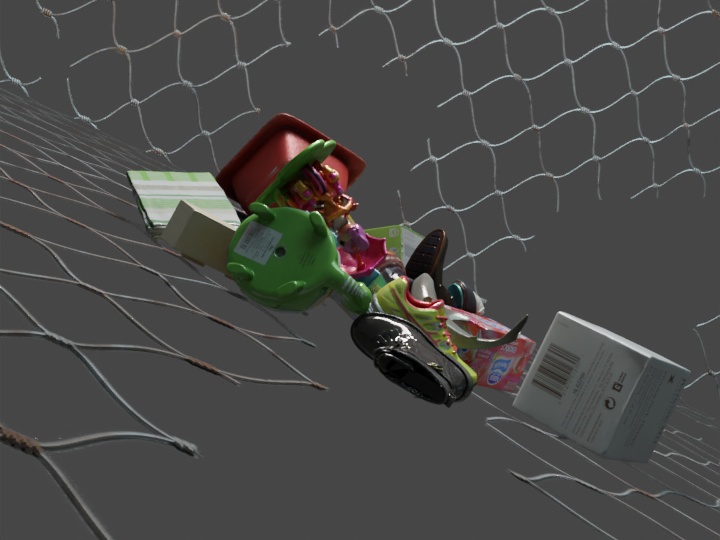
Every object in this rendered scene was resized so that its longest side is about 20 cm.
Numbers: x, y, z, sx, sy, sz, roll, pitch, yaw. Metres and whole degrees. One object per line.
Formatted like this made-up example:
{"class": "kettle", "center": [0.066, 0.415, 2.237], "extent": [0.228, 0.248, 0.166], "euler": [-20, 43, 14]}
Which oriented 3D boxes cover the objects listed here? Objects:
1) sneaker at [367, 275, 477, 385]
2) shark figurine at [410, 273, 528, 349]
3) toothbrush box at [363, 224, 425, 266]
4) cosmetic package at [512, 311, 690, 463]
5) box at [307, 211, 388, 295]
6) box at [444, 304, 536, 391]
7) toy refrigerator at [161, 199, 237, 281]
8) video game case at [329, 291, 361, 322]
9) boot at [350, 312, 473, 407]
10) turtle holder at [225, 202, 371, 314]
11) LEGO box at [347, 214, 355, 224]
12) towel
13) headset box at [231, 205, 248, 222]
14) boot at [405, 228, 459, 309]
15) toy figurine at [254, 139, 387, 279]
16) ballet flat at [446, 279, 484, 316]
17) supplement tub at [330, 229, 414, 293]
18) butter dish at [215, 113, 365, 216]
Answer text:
{"class": "sneaker", "center": [0.100, 0.089, 1.553], "extent": [0.200, 0.090, 0.078], "euler": [43, 7, -3]}
{"class": "shark figurine", "center": [0.132, 0.070, 1.603], "extent": [0.214, 0.128, 0.090], "euler": [28, -31, 35]}
{"class": "toothbrush box", "center": [0.016, -0.012, 1.906], "extent": [0.200, 0.086, 0.146], "euler": [-9, -16, 28]}
{"class": "cosmetic package", "center": [0.371, 0.181, 1.660], "extent": [0.166, 0.168, 0.200], "euler": [27, 5, 34]}
{"class": "box", "center": [-0.031, -0.011, 1.655], "extent": [0.200, 0.049, 0.082], "euler": [41, -5, 38]}
{"class": "box", "center": [0.187, 0.126, 1.742], "extent": [0.100, 0.096, 0.200], "euler": [27, 5, 32]}
{"class": "toy refrigerator", "center": [-0.183, -0.023, 1.576], "extent": [0.200, 0.070, 0.076], "euler": [29, 2, -29]}
{"class": "video game case", "center": [-0.057, 0.011, 1.655], "extent": [0.200, 0.018, 0.143], "euler": [46, -6, 0]}
{"class": "boot", "center": [0.051, 0.107, 1.353], "extent": [0.200, 0.069, 0.174], "euler": [29, 4, 20]}
{"class": "turtle holder", "center": [-0.080, -0.008, 1.456], "extent": [0.185, 0.141, 0.132], "euler": [-5, -24, 7]}
{"class": "LEGO box", "center": [-0.089, -0.063, 2.090], "extent": [0.149, 0.077, 0.200], "euler": [-1, -5, 4]}
{"class": "towel", "center": [-0.277, -0.102, 1.693], "extent": [0.149, 0.031, 0.200], "euler": [1, 28, -24]}
{"class": "headset box", "center": [-0.232, -0.070, 1.832], "extent": [0.149, 0.075, 0.200], "euler": [28, 5, 26]}
{"class": "boot", "center": [0.118, 0.038, 1.773], "extent": [0.097, 0.200, 0.075], "euler": [27, -9, -34]}
{"class": "toy figurine", "center": [-0.034, -0.074, 1.527], "extent": [0.184, 0.150, 0.200], "euler": [50, -14, 2]}
{"class": "ballet flat", "center": [0.171, 0.073, 1.850], "extent": [0.073, 0.073, 0.200], "euler": [26, -34, 4]}
{"class": "supplement tub", "center": [0.000, 0.000, 1.753], "extent": [0.200, 0.107, 0.107], "euler": [33, 8, 39]}
{"class": "butter dish", "center": [-0.113, -0.125, 1.793], "extent": [0.200, 0.199, 0.148], "euler": [29, 33, -32]}
